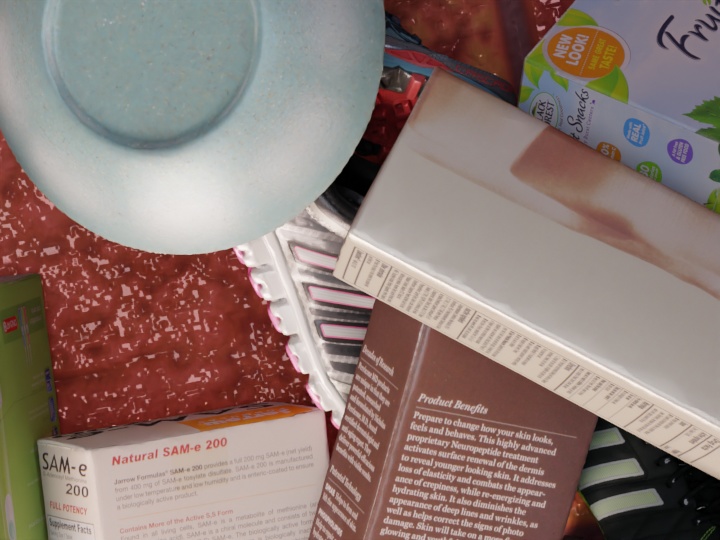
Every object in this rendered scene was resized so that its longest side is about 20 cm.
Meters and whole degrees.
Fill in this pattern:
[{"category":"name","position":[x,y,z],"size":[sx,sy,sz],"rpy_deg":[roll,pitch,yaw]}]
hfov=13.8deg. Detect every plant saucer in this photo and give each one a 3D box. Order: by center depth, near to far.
[{"category":"plant saucer","position":[-0.089,-0.107,1.350],"size":[0.200,0.039,0.202],"rpy_deg":[1,92,19]}]

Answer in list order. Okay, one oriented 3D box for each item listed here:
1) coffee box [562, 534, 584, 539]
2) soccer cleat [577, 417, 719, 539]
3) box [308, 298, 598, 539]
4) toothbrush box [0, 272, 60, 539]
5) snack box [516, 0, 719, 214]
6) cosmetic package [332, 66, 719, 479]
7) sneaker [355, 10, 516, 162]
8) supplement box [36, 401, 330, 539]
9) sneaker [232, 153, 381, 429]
[{"category":"coffee box","position":[0.133,0.194,1.375],"size":[0.114,0.200,0.080],"rpy_deg":[18,97,2]},{"category":"soccer cleat","position":[0.139,0.091,1.388],"size":[0.200,0.067,0.081],"rpy_deg":[46,127,39]},{"category":"box","position":[0.039,0.104,1.378],"size":[0.100,0.075,0.201],"rpy_deg":[13,101,-22]},{"category":"toothbrush box","position":[-0.197,0.108,1.421],"size":[0.086,0.146,0.201],"rpy_deg":[-8,94,9]},{"category":"snack box","position":[0.175,-0.102,1.332],"size":[0.142,0.200,0.053],"rpy_deg":[23,134,18]},{"category":"cosmetic package","position":[0.096,0.004,1.270],"size":[0.200,0.103,0.087],"rpy_deg":[29,78,0]},{"category":"sneaker","position":[-0.010,-0.122,1.423],"size":[0.199,0.079,0.096],"rpy_deg":[20,62,-15]},{"category":"supplement box","position":[-0.076,0.171,1.430],"size":[0.126,0.073,0.201],"rpy_deg":[-7,94,-27]},{"category":"sneaker","position":[0.000,0.000,1.413],"size":[0.087,0.074,0.200],"rpy_deg":[-24,112,11]}]
